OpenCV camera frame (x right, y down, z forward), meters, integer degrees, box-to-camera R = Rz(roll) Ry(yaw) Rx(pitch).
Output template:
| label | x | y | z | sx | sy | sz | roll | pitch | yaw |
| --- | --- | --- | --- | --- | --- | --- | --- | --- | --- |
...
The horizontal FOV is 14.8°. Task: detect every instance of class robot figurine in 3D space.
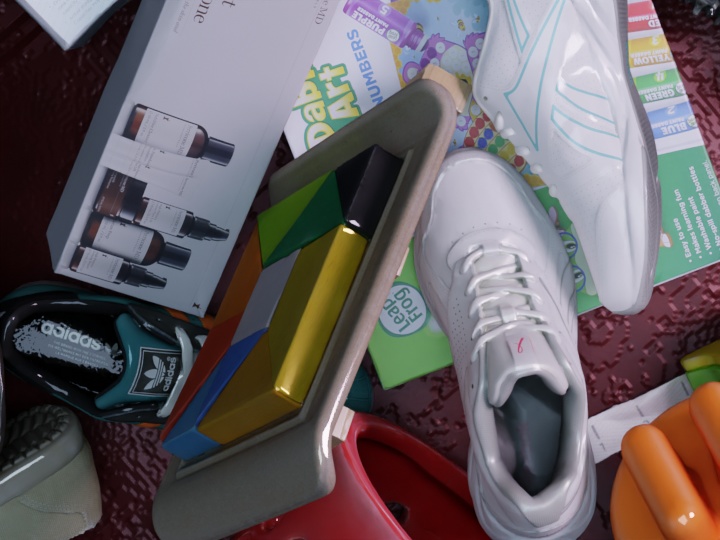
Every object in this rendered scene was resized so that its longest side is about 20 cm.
| label | x | y | z | sx | sy | sz | roll | pitch | yaw |
| --- | --- | --- | --- | --- | --- | --- | --- | --- | --- |
| robot figurine | 0.192 | 0.134 | 1.354 | 0.116 | 0.200 | 0.144 | 14 | 68 | 36 |

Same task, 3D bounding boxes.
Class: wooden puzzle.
| label | x | y | z | sx | sy | sz | roll | pitch | yaw |
| --- | --- | --- | --- | --- | --- | --- | --- | --- | --- |
| wooden puzzle | -0.034 | 0.021 | 1.281 | 0.037 | 0.185 | 0.201 | 26 | 66 | -19 |

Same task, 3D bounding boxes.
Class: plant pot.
| label | x | y | z | sx | sy | sz | roll | pitch | yaw |
| --- | --- | --- | --- | --- | --- | --- | --- | --- | --- |
| plant pot | 0.004 | 0.198 | 1.353 | 0.200 | 0.200 | 0.183 | 42 | 104 | -4 |

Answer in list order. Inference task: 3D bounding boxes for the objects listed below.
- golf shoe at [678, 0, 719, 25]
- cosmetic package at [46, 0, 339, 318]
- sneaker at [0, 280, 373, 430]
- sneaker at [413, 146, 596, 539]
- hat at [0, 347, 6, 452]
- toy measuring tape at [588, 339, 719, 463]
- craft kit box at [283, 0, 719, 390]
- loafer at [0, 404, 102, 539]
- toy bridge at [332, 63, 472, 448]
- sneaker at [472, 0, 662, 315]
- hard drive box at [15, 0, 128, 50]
| label | x | y | z | sx | sy | sz | roll | pitch | yaw |
| --- | --- | --- | --- | --- | --- | --- | --- | --- | --- |
| golf shoe | 0.210 | -0.157 | 1.368 | 0.200 | 0.078 | 0.095 | 45 | 60 | -14 |
| cosmetic package | -0.078 | -0.082 | 1.343 | 0.082 | 0.051 | 0.201 | 16 | 112 | -20 |
| sneaker | -0.092 | 0.053 | 1.389 | 0.199 | 0.080 | 0.072 | 11 | 96 | -1 |
| sneaker | 0.076 | 0.032 | 1.325 | 0.078 | 0.099 | 0.201 | -14 | 81 | -3 |
| hat | -0.259 | 0.066 | 1.393 | 0.200 | 0.081 | 0.202 | -2 | 82 | 15 |
| toy measuring tape | 0.179 | 0.062 | 1.393 | 0.199 | 0.074 | 0.074 | -26 | 95 | 3 |
| craft kit box | 0.067 | -0.068 | 1.395 | 0.197 | 0.049 | 0.201 | -21 | 95 | 6 |
| loafer | -0.215 | 0.145 | 1.405 | 0.200 | 0.076 | 0.068 | -30 | 112 | 9 |
| toy bridge | 0.000 | 0.000 | 1.332 | 0.027 | 0.067 | 0.201 | 25 | 69 | -12 |
| sneaker | 0.099 | -0.075 | 1.345 | 0.080 | 0.070 | 0.201 | -11 | 90 | 10 |
| hard drive box | -0.157 | -0.233 | 1.362 | 0.156 | 0.077 | 0.200 | -44 | 94 | 5 |
